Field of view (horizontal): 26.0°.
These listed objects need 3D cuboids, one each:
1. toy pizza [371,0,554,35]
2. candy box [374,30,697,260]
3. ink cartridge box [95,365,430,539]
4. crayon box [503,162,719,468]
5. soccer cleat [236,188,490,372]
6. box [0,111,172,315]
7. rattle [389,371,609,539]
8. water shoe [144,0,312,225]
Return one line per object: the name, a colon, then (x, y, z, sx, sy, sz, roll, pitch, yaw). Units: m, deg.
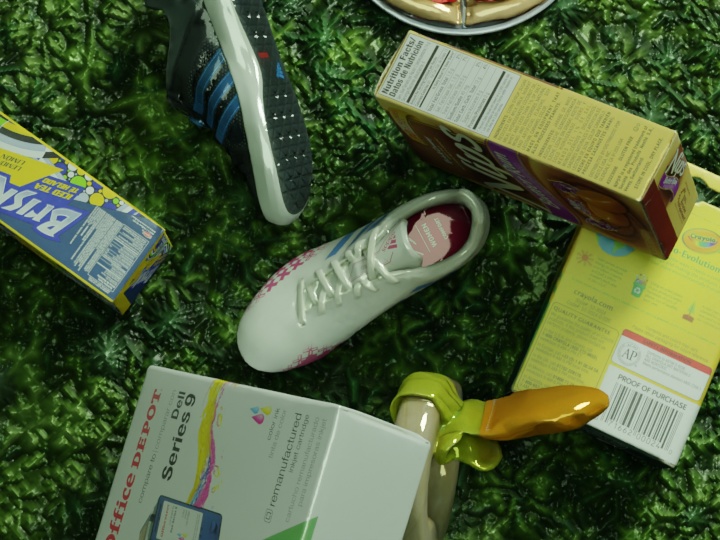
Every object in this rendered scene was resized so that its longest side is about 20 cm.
toy pizza: (0.075, -0.272, 1.141, 0.199, 0.032, 0.201, 0, 82, -2)
candy box: (0.118, -0.082, 1.041, 0.199, 0.117, 0.057, 26, 82, 26)
ink cartridge box: (-0.070, 0.150, 0.992, 0.087, 0.200, 0.146, 25, 79, -40)
crayon box: (0.198, 0.022, 1.093, 0.126, 0.051, 0.201, 25, 83, 2)
soccer cleat: (0.000, 0.000, 1.072, 0.199, 0.086, 0.070, -32, 84, -6)
box: (-0.230, -0.055, 1.081, 0.200, 0.070, 0.064, 36, 81, 3)
rattle: (0.077, 0.172, 1.029, 0.142, 0.130, 0.201, 6, 83, -2)
water shoe: (-0.093, -0.123, 1.108, 0.079, 0.071, 0.201, -18, 84, 24)
